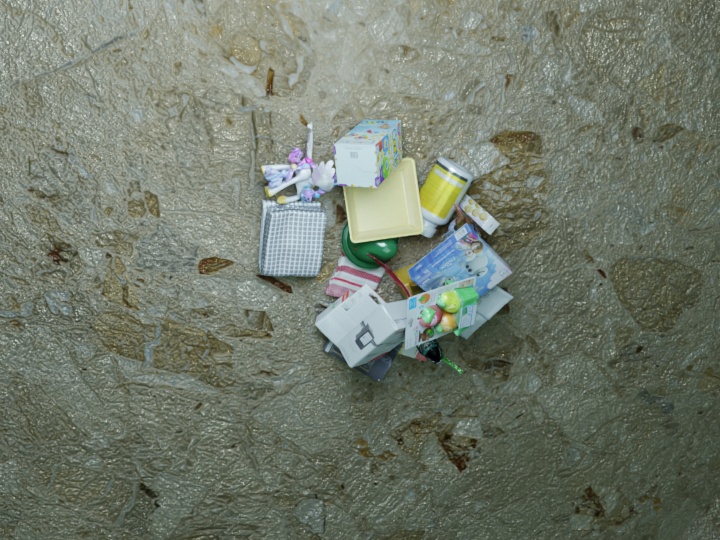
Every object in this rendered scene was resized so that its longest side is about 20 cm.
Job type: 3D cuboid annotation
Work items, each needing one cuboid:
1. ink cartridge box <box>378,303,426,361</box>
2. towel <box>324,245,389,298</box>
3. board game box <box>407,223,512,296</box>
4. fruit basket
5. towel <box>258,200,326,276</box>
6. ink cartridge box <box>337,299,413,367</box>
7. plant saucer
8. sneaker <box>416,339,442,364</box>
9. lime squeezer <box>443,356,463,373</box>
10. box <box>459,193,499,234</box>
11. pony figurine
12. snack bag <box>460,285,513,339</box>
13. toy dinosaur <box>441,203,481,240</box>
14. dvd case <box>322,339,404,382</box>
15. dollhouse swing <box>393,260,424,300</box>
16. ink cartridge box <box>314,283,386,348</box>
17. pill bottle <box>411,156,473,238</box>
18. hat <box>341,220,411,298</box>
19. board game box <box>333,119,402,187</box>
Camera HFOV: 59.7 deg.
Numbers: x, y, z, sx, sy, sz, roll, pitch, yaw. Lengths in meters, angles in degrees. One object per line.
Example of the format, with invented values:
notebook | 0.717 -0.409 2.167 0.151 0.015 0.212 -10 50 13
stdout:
ink cartridge box | 0.124 0.184 1.868 0.199 0.068 0.117 18 110 -17
towel | 0.000 0.000 1.770 0.143 0.023 0.201 17 111 -24
board game box | 0.262 0.003 1.643 0.200 0.044 0.199 -39 127 19
fruit basket | 0.208 0.114 1.614 0.199 0.094 0.186 -21 134 -23
towel | -0.178 -0.080 1.641 0.164 0.086 0.201 1 116 -17
ink cartridge box | 0.057 0.168 1.700 0.200 0.084 0.145 -43 158 32
plant saucer | 0.054 -0.181 1.640 0.198 0.048 0.202 -8 89 -10
sneaker | 0.179 0.189 1.797 0.071 0.080 0.200 -37 114 6
lime squeezer | 0.242 0.234 1.933 0.038 0.070 0.201 -27 94 -35
box | 0.303 -0.160 1.668 0.039 0.200 0.041 35 104 -31
pony figurine | -0.139 -0.241 1.540 0.199 0.168 0.193 -16 159 -10
snack bag | 0.302 0.098 1.766 0.188 0.021 0.200 31 117 -28
toy dinosaur | 0.293 -0.118 1.706 0.104 0.182 0.201 22 128 11
dvd case | 0.007 0.221 1.839 0.199 0.016 0.149 30 109 2
dollhouse swing | 0.221 0.056 1.788 0.199 0.182 0.177 -22 110 -4
ink cartridge box | -0.021 0.121 1.773 0.200 0.050 0.109 -40 107 18
pill bottle | 0.208 -0.193 1.676 0.111 0.112 0.201 22 109 -24
hat | 0.065 -0.057 1.651 0.199 0.176 0.166 31 93 -26
board game box | 0.024 -0.285 1.512 0.104 0.200 0.104 7 121 20
